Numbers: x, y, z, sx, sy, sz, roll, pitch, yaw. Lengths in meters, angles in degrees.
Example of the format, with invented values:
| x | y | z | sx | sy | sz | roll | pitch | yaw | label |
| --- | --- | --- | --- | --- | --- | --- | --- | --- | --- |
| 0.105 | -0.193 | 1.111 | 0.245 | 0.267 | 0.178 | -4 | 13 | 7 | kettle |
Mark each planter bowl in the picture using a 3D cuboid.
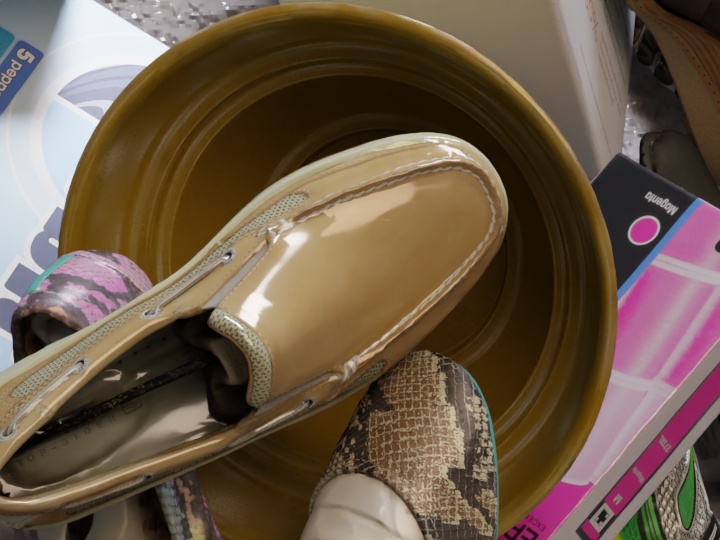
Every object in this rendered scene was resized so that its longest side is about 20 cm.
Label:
| x | y | z | sx | sy | sz | roll | pitch | yaw | label |
| --- | --- | --- | --- | --- | --- | --- | --- | --- | --- |
| 0.000 | 0.000 | 0.989 | 0.200 | 0.201 | 0.083 | 38 | 20 | 4 | planter bowl |

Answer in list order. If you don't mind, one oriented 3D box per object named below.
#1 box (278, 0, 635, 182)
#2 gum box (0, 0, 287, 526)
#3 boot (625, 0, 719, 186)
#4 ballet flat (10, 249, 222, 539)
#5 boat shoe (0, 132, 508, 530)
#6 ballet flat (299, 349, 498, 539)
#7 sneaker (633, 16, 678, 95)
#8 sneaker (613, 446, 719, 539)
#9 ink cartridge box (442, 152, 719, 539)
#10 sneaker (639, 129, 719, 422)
| x | y | z | sx | sy | sz | roll | pitch | yaw | label |
| --- | --- | --- | --- | --- | --- | --- | --- | --- | --- |
| 0.046 | -0.145 | 1.112 | 0.106 | 0.152 | 0.200 | -2 | 55 | 16 | box |
| -0.102 | -0.010 | 1.059 | 0.200 | 0.045 | 0.170 | 32 | 55 | -1 | gum box |
| 0.189 | -0.123 | 1.087 | 0.166 | 0.200 | 0.072 | -12 | 36 | 21 | boot |
| -0.081 | 0.094 | 0.952 | 0.071 | 0.069 | 0.201 | -28 | 106 | -55 | ballet flat |
| -0.035 | 0.024 | 0.884 | 0.200 | 0.076 | 0.072 | -35 | 98 | -7 | boat shoe |
| 0.002 | 0.127 | 0.933 | 0.068 | 0.201 | 0.075 | 23 | 28 | 32 | ballet flat |
| 0.201 | -0.095 | 1.206 | 0.200 | 0.079 | 0.089 | 27 | 20 | 9 | sneaker |
| 0.100 | 0.091 | 1.068 | 0.085 | 0.078 | 0.200 | 25 | 53 | -28 | sneaker |
| 0.068 | 0.055 | 1.018 | 0.200 | 0.037 | 0.095 | -50 | 48 | -8 | ink cartridge box |
| 0.174 | 0.027 | 1.108 | 0.088 | 0.074 | 0.200 | -23 | 76 | 5 | sneaker |
